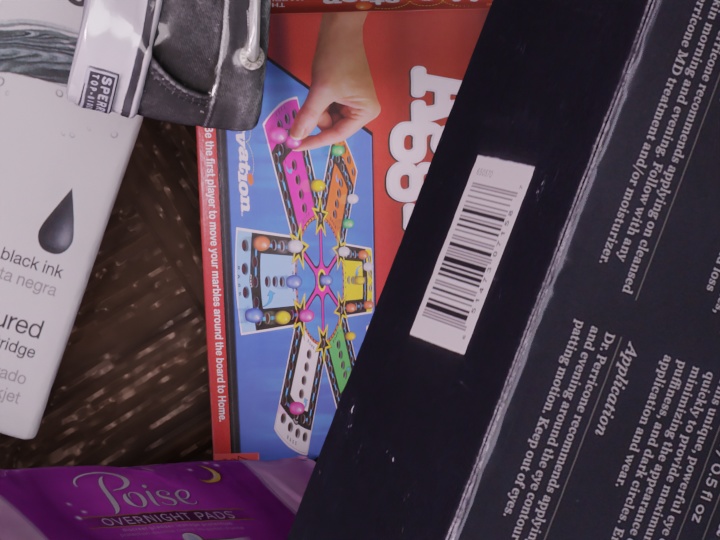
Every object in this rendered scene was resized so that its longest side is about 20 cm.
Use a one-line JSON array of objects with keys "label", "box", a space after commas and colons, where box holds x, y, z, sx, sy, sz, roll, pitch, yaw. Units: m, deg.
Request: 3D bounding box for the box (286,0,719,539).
[{"label": "box", "box": [0.105, 0.029, 0.790, 0.182, 0.104, 0.200, 22, 89, -22]}]

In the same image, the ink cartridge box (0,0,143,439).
[{"label": "ink cartridge box", "box": [-0.144, -0.065, 0.876, 0.146, 0.083, 0.200, 18, 90, -20]}]

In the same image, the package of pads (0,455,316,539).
[{"label": "package of pads", "box": [-0.069, 0.113, 0.836, 0.200, 0.120, 0.076, 1, 120, -44]}]

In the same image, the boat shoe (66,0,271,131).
[{"label": "boat shoe", "box": [-0.037, -0.139, 0.819, 0.068, 0.074, 0.200, 11, 73, -8]}]

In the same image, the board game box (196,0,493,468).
[{"label": "board game box", "box": [0.000, 0.000, 0.898, 0.103, 0.019, 0.200, -3, 124, -3]}]
